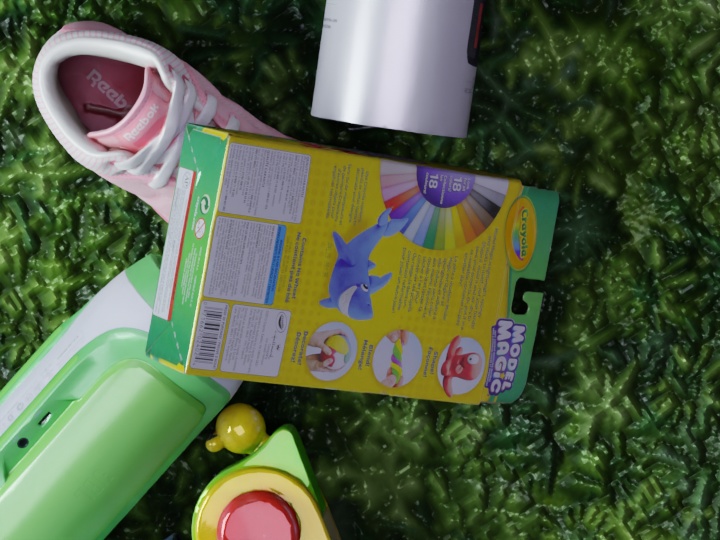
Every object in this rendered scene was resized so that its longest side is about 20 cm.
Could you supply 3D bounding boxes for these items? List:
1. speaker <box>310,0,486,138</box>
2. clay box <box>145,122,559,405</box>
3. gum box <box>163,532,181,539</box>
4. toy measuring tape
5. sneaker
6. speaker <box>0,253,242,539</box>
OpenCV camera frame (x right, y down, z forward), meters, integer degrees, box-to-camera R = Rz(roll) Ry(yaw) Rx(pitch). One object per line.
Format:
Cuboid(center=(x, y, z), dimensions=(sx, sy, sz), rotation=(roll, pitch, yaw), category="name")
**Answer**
Cuboid(center=(0.027, -0.166, 1.280), dimensions=(0.081, 0.081, 0.201), rotation=(8, 94, 3), category="speaker")
Cuboid(center=(0.000, 0.000, 1.275), dimensions=(0.199, 0.048, 0.116), rotation=(8, 95, -34), category="clay box")
Cuboid(center=(-0.169, 0.213, 1.274), dimensions=(0.199, 0.170, 0.045), rotation=(-34, 92, 5), category="gum box")
Cuboid(center=(-0.037, 0.164, 1.314), dimensions=(0.073, 0.074, 0.201), rotation=(-21, 92, 5), category="toy measuring tape")
Cuboid(center=(-0.080, -0.052, 1.283), dimensions=(0.200, 0.105, 0.076), rotation=(36, 93, -1), category="sneaker")
Cuboid(center=(-0.144, 0.089, 1.306), dimensions=(0.088, 0.088, 0.200), rotation=(42, 95, 0), category="speaker")
